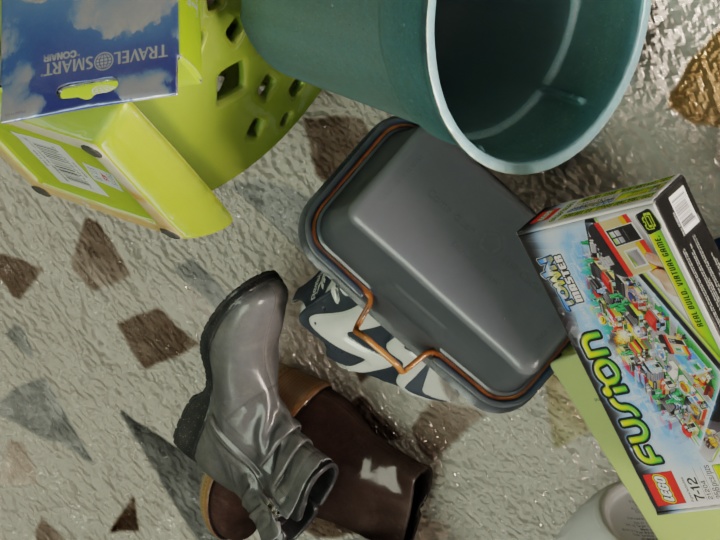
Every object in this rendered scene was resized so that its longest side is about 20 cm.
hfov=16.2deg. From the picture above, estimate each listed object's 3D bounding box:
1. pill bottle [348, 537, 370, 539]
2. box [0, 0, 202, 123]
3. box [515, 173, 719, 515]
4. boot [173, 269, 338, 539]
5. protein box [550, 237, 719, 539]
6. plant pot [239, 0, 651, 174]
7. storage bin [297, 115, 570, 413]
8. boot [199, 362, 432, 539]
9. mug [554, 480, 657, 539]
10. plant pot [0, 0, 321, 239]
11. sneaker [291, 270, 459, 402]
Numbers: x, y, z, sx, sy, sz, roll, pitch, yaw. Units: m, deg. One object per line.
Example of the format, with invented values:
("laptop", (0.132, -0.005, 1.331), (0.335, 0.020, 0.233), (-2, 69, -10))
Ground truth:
("pill bottle", (0.036, 0.302, 1.935), (0.112, 0.112, 0.200), (-11, 124, 46))
("box", (-0.161, -0.184, 1.563), (0.122, 0.201, 0.048), (-8, 159, 16))
("box", (0.182, 0.047, 1.487), (0.110, 0.035, 0.200), (-14, 108, 46))
("boot", (-0.060, 0.105, 1.860), (0.132, 0.070, 0.200), (45, 140, 27))
("protein box", (0.267, 0.084, 1.569), (0.198, 0.135, 0.200), (-23, 103, 47))
("plant pot", (0.039, -0.174, 1.544), (0.196, 0.200, 0.201), (16, 130, 42))
("storage bin", (0.060, -0.003, 1.630), (0.200, 0.146, 0.134), (42, 174, -1))
("boot", (-0.036, 0.177, 1.957), (0.166, 0.072, 0.200), (35, 134, 19))
("mug", (0.214, 0.241, 1.750), (0.199, 0.148, 0.176), (9, 124, -1))
("plant pot", (-0.158, -0.143, 1.684), (0.199, 0.182, 0.200), (18, 163, 29))
("sneaker", (0.000, 0.000, 1.784), (0.129, 0.080, 0.199), (5, 133, 30))
